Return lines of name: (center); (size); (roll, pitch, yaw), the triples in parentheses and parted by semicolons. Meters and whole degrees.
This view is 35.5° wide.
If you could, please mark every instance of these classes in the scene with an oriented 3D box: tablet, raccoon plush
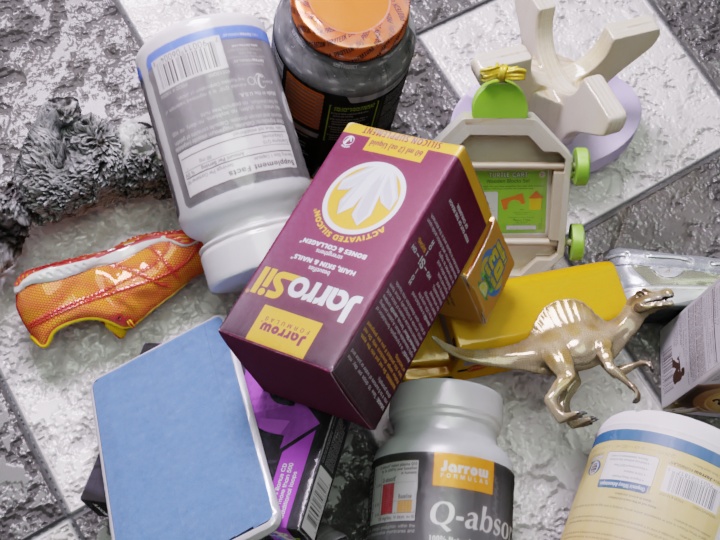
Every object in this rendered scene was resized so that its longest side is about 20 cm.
tablet: (-0.136, 0.134, 0.843); (0.129, 0.014, 0.202); (-27, 48, 6)
raccoon plush: (-0.232, -0.054, 0.964); (0.132, 0.097, 0.203); (25, 81, -7)

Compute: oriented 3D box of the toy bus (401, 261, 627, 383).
toy bus: (0.125, 0.048, 0.967); (0.196, 0.079, 0.066); (-10, 69, -12)

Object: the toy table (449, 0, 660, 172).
toy table: (0.180, -0.170, 1.033); (0.198, 0.118, 0.185); (-26, 63, -22)

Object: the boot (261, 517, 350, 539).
boot: (-0.045, 0.176, 0.870); (0.200, 0.070, 0.131); (-46, 51, -11)

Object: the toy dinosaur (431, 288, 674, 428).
toy dinosaur: (0.163, 0.074, 0.909); (0.196, 0.058, 0.103); (-15, 69, -1)

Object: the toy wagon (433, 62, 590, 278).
toy wagon: (0.120, -0.080, 0.971); (0.152, 0.040, 0.204); (0, 112, 1)

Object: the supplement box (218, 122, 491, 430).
supplement box: (0.000, 0.000, 0.831); (0.109, 0.086, 0.202); (15, 63, 33)

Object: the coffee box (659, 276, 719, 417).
coffee box: (0.337, 0.058, 0.929); (0.111, 0.201, 0.081); (7, 66, -6)

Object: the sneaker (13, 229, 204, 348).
sneaker: (-0.190, 0.011, 0.952); (0.197, 0.073, 0.078); (-19, 98, -16)

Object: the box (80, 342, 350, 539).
box: (-0.106, 0.128, 0.865); (0.197, 0.036, 0.145); (0, 55, 27)

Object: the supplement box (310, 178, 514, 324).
supplement box: (0.025, -0.019, 0.937); (0.198, 0.067, 0.069); (17, 62, 34)

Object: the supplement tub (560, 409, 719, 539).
supplement tub: (0.225, 0.228, 0.872); (0.143, 0.145, 0.202); (25, 66, 2)

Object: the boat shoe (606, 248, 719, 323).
boat shoe: (0.323, 0.007, 1.019); (0.198, 0.075, 0.066); (-4, 72, -3)

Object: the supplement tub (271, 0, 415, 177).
supplement tub: (-0.019, -0.176, 0.971); (0.120, 0.201, 0.125); (3, 67, -8)

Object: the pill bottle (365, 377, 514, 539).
pill bottle: (0.062, 0.195, 0.878); (0.114, 0.117, 0.203); (8, 67, -5)

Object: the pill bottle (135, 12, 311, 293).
pill bottle: (-0.103, -0.092, 0.906); (0.112, 0.114, 0.203); (-15, 83, -14)
